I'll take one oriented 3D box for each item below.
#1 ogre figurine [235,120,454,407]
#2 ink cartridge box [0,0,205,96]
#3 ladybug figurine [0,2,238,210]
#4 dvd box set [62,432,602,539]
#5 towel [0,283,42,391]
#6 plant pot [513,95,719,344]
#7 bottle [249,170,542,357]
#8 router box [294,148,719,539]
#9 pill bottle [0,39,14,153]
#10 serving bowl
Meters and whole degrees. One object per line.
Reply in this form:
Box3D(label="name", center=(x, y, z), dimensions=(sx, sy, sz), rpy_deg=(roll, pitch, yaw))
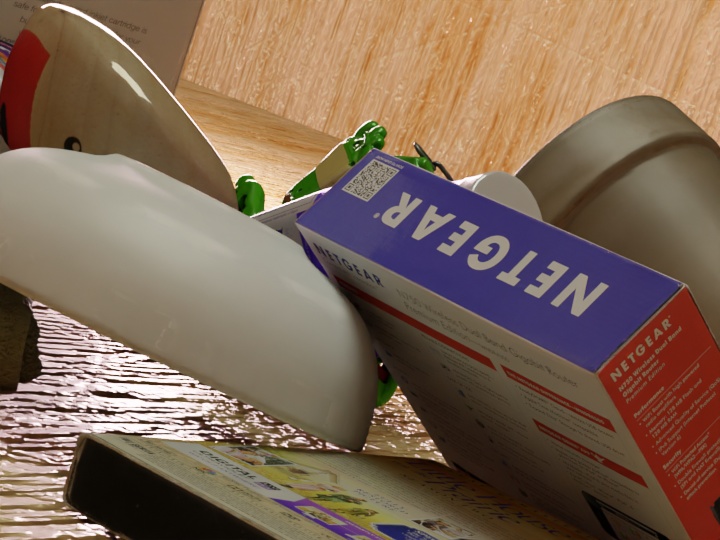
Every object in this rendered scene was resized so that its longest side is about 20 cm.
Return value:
Box3D(label="ogre figurine", center=(-0.008, 0.001, 1.175), dimensions=(0.120, 0.199, 0.098), rpy_deg=(50, 35, -22))
Box3D(label="ink cartridge box", center=(-0.191, -0.133, 1.418), dimensions=(0.147, 0.201, 0.086), rpy_deg=(17, 7, -21))
Box3D(label="ladybug figurine", center=(-0.121, -0.060, 1.069), dimensions=(0.136, 0.072, 0.200), rpy_deg=(51, -4, -13))
Box3D(label="dvd box set", center=(0.013, 0.100, 0.808), dimensions=(0.146, 0.030, 0.199), rpy_deg=(23, 8, 38))
Box3D(label="towel", center=(-0.208, 0.002, 0.971), dimensions=(0.147, 0.037, 0.200), rpy_deg=(17, 7, -12))
Box3D(label="plant pot", center=(0.169, 0.033, 1.260), dimensions=(0.173, 0.201, 0.200), rpy_deg=(43, 18, 30))
Box3D(label="bottle", center=(0.000, 0.000, 1.050), dimensions=(0.065, 0.084, 0.199), rpy_deg=(-20, 2, -42))
Box3D(label="router box", center=(0.081, 0.055, 0.898), dimensions=(0.200, 0.049, 0.180), rpy_deg=(28, -25, 51))
Box3D(label="pill bottle", center=(-0.215, -0.071, 1.228), dimensions=(0.111, 0.112, 0.200), rpy_deg=(19, 6, 0))
Box3D(label="serving bowl", center=(-0.075, 0.001, 0.916), dimensions=(0.199, 0.066, 0.200), rpy_deg=(27, -1, 1))
